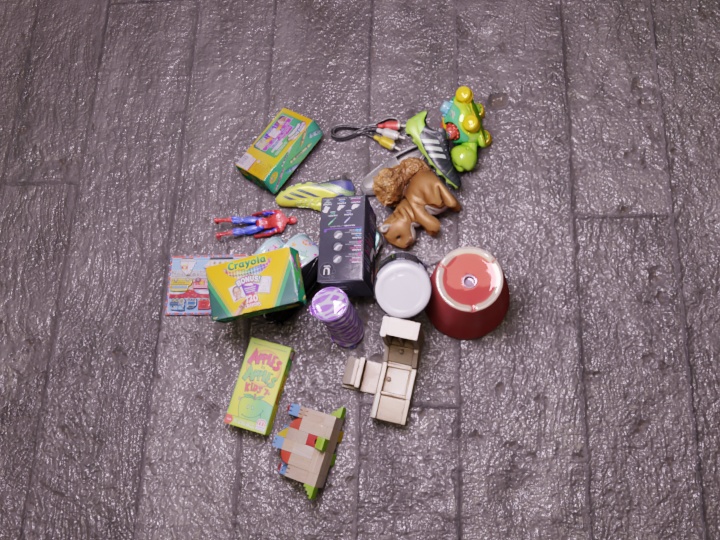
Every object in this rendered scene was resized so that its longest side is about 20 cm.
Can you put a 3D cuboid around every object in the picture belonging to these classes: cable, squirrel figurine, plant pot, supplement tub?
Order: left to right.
[{"bbox_3d":[0.023,-0.360,1.618,0.199,0.050,0.098,14,75,10],"label":"cable"},{"bbox_3d":[0.091,0.026,1.403,0.122,0.200,0.123,1,100,3],"label":"supplement tub"},{"bbox_3d":[0.111,-0.157,1.507,0.186,0.142,0.200,-40,90,12],"label":"squirrel figurine"},{"bbox_3d":[0.236,0.042,1.409,0.199,0.177,0.202,-2,74,6],"label":"plant pot"}]

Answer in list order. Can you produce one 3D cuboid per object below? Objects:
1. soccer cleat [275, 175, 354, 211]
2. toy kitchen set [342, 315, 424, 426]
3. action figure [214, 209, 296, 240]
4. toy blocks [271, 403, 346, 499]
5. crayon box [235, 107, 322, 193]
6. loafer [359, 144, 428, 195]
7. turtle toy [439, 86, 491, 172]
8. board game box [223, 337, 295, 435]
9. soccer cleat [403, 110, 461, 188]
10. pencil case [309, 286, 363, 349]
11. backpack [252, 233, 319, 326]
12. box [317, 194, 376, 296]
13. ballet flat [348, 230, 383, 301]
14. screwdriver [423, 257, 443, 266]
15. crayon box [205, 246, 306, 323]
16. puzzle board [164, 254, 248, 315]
[{"bbox_3d":[-0.112,-0.177,1.577,0.199,0.065,0.084,-11,84,6],"label":"soccer cleat"},{"bbox_3d":[0.035,0.212,1.382,0.162,0.181,0.201,11,74,11],"label":"toy kitchen set"},{"bbox_3d":[-0.256,-0.115,1.584,0.199,0.052,0.066,-6,78,0],"label":"action figure"},{"bbox_3d":[-0.128,0.381,1.409,0.136,0.100,0.201,12,74,22],"label":"toy blocks"},{"bbox_3d":[-0.203,-0.302,1.600,0.119,0.058,0.200,31,78,36],"label":"crayon box"},{"bbox_3d":[0.085,-0.253,1.569,0.199,0.070,0.070,-33,72,-3],"label":"loafer"},{"bbox_3d":[0.250,-0.338,1.548,0.101,0.146,0.201,-16,74,23],"label":"turtle toy"},{"bbox_3d":[-0.230,0.265,1.469,0.101,0.048,0.201,13,76,11],"label":"board game box"},{"bbox_3d":[0.185,-0.284,1.507,0.081,0.068,0.200,-37,90,11],"label":"soccer cleat"},{"bbox_3d":[-0.049,0.106,1.419,0.085,0.200,0.084,-15,62,4],"label":"pencil case"},{"bbox_3d":[-0.170,0.008,1.468,0.200,0.178,0.151,-44,75,1],"label":"backpack"},{"bbox_3d":[-0.028,-0.053,1.426,0.105,0.122,0.201,-3,70,13],"label":"box"},{"bbox_3d":[0.000,0.000,1.506,0.068,0.068,0.201,28,80,16],"label":"ballet flat"},{"bbox_3d":[0.170,-0.018,1.516,0.199,0.029,0.028,-19,72,-2],"label":"screwdriver"},{"bbox_3d":[-0.221,0.032,1.354,0.199,0.058,0.120,-14,77,13],"label":"crayon box"},{"bbox_3d":[-0.378,0.034,1.572,0.199,0.017,0.152,-1,74,6],"label":"puzzle board"}]
